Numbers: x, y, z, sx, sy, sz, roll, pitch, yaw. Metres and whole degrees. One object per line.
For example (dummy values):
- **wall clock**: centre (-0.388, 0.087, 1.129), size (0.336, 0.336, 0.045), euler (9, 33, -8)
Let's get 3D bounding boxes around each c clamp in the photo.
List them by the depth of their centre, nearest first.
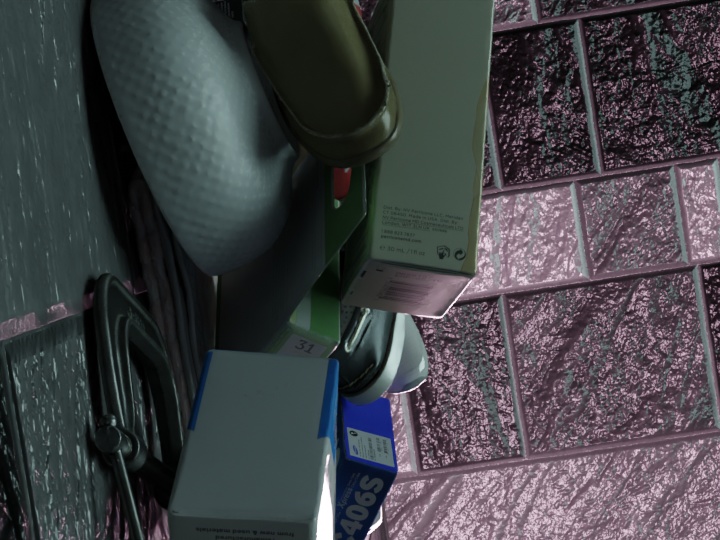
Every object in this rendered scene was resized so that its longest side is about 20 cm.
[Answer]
- **c clamp**: centre (-0.125, 0.091, 1.017), size (0.200, 0.027, 0.171), euler (59, 17, -78)

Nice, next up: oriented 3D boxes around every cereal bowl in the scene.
- **cereal bowl**: centre (-0.095, -0.101, 1.146), size (0.200, 0.083, 0.201), euler (-23, 90, -85)

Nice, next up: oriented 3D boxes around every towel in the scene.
- **towel**: centre (-0.120, 0.010, 1.242), size (0.191, 0.032, 0.201), euler (-88, 170, -75)

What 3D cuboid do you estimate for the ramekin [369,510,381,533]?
- **ramekin**: centre (-0.035, 0.158, 1.624), size (0.202, 0.094, 0.203), euler (175, -90, -88)

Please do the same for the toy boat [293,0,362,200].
- **toy boat**: centre (-0.008, -0.144, 1.314), size (0.200, 0.130, 0.131), euler (81, -4, -62)

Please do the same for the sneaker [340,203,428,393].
- **sneaker**: centre (-0.013, 0.009, 1.414), size (0.201, 0.070, 0.080), euler (55, -18, 17)

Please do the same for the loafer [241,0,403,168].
- **loafer**: centre (-0.038, -0.150, 1.109), size (0.200, 0.076, 0.067), euler (61, 5, 29)

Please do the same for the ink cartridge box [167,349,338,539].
- **ink cartridge box**: centre (-0.059, 0.170, 1.039), size (0.146, 0.084, 0.201), euler (-84, 176, -55)

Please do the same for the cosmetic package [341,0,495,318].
- **cosmetic package**: centre (0.037, -0.080, 1.161), size (0.104, 0.073, 0.201), euler (123, -26, -70)

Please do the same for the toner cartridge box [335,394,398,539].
- **toner cartridge box**: centre (-0.032, 0.193, 1.323), size (0.095, 0.043, 0.200), euler (-94, -154, -61)

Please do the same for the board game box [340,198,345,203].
- **board game box**: centre (-0.035, -0.104, 1.483), size (0.200, 0.029, 0.135), euler (-23, -91, 58)

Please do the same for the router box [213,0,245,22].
- **router box**: centre (-0.106, -0.126, 1.406), size (0.200, 0.062, 0.150), euler (-106, -175, -70)

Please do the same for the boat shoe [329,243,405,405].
- **boat shoe**: centre (0.000, 0.000, 1.317), size (0.060, 0.075, 0.201), euler (37, 41, -37)

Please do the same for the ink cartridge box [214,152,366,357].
- **ink cartridge box**: centre (-0.033, -0.009, 1.179), size (0.200, 0.048, 0.146), euler (-49, -153, 34)
